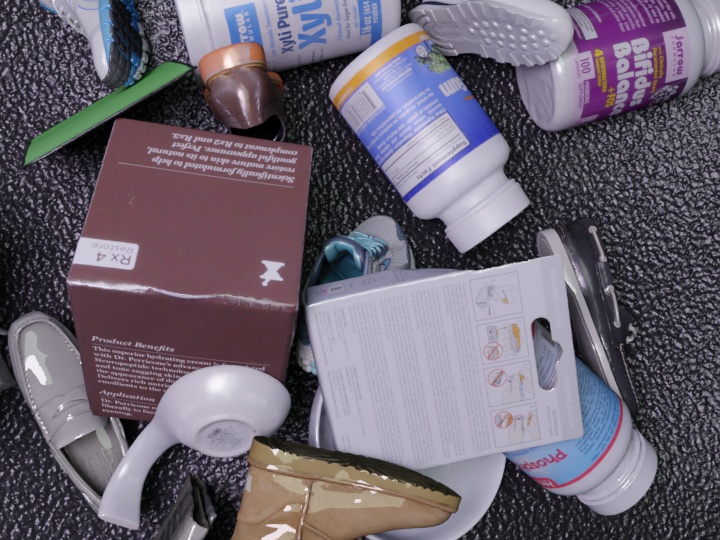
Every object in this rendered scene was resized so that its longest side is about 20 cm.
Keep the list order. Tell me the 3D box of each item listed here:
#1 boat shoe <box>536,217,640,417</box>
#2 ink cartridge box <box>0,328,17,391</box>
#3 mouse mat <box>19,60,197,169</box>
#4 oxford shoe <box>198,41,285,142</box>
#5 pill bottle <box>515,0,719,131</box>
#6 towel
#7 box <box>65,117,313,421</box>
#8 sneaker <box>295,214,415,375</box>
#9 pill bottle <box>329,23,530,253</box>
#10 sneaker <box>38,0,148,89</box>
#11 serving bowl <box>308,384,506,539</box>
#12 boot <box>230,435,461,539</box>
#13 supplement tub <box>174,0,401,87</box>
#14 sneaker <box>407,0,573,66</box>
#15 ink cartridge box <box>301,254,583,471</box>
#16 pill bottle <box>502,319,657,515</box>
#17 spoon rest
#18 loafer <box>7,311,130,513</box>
[{"bbox_3d":[0.235,0.045,0.864,0.060,0.074,0.201,-20,78,-3],"label":"boat shoe"},{"bbox_3d":[-0.405,0.077,0.763,0.199,0.129,0.126,-27,87,-9],"label":"ink cartridge box"},{"bbox_3d":[-0.222,-0.141,0.776,0.160,0.200,0.008,-33,113,-8],"label":"mouse mat"},{"bbox_3d":[-0.098,-0.136,0.782,0.071,0.200,0.073,-18,89,2],"label":"oxford shoe"},{"bbox_3d":[0.261,-0.213,0.871,0.199,0.112,0.113,-16,86,-7],"label":"pill bottle"},{"bbox_3d":[-0.174,0.276,0.736,0.034,0.193,0.201,29,83,-9],"label":"towel"},{"bbox_3d":[-0.133,0.012,0.735,0.165,0.201,0.165,8,52,-6],"label":"box"},{"bbox_3d":[0.000,0.000,0.792,0.077,0.087,0.200,7,38,16],"label":"sneaker"},{"bbox_3d":[0.070,-0.120,0.841,0.112,0.112,0.200,-37,89,-8],"label":"pill bottle"},{"bbox_3d":[-0.257,-0.247,0.836,0.086,0.075,0.201,-18,64,5],"label":"sneaker"},{"bbox_3d":[0.037,0.152,0.819,0.199,0.066,0.202,7,75,-26],"label":"serving bowl"},{"bbox_3d":[-0.030,0.239,0.671,0.174,0.066,0.202,14,89,-3],"label":"boot"},{"bbox_3d":[-0.072,-0.256,0.831,0.199,0.132,0.133,-16,86,-8],"label":"supplement tub"},{"bbox_3d":[0.128,-0.246,0.828,0.081,0.200,0.077,-47,129,-12],"label":"sneaker"},{"bbox_3d":[0.066,0.075,0.708,0.198,0.057,0.164,-13,109,-4],"label":"ink cartridge box"},{"bbox_3d":[0.169,0.128,0.794,0.200,0.109,0.109,40,81,-15],"label":"pill bottle"},{"bbox_3d":[-0.141,0.136,0.725,0.200,0.061,0.099,-40,129,24],"label":"spoon rest"},{"bbox_3d":[-0.246,0.129,0.781,0.070,0.070,0.201,-30,104,-19],"label":"loafer"}]
